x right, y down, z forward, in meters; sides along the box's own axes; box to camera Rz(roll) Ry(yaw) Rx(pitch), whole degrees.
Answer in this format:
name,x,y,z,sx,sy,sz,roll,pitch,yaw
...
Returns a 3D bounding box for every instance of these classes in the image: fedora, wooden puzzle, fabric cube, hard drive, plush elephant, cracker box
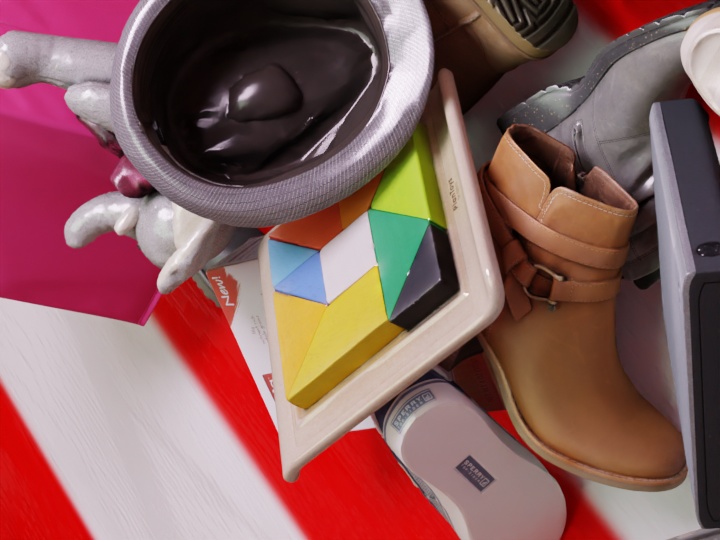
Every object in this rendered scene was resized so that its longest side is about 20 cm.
name,x,y,z,sx,sy,sz,roll,pitch,yaw
fedora,-0.050,-0.116,1.090,0.199,0.090,0.178,-33,83,4
wooden puzzle,0.000,0.000,1.062,0.200,0.037,0.186,-44,38,32
fabric cube,-0.232,-0.106,1.392,0.201,0.198,0.197,-100,31,-41
hard drive,0.174,0.015,0.917,0.200,0.033,0.141,-81,-16,-62
plush elephant,-0.137,-0.069,1.198,0.198,0.165,0.156,7,95,9
cracker box,0.006,0.033,1.191,0.199,0.058,0.135,-12,108,41

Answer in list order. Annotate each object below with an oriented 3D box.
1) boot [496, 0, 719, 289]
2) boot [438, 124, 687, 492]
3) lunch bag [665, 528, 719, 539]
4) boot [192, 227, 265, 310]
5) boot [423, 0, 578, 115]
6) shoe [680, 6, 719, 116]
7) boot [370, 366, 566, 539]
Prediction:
name,x,y,z,sx,sy,sz,roll,pitch,yaw
boot,0.172,-0.067,1.034,0.200,0.067,0.131,-32,82,50
boot,0.131,0.021,1.040,0.200,0.077,0.156,39,125,18
lunch bag,0.177,0.265,1.012,0.168,0.138,0.201,122,131,-61
boot,-0.026,-0.022,1.257,0.182,0.073,0.200,42,140,4
boot,0.026,-0.169,1.123,0.176,0.066,0.200,53,152,-7
shoe,0.240,-0.077,0.895,0.199,0.053,0.070,33,122,28
boot,0.060,0.108,1.123,0.090,0.073,0.200,51,178,45
